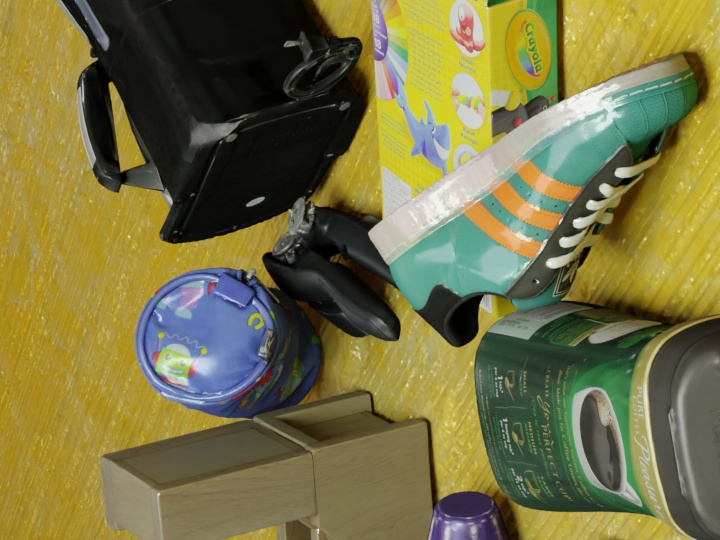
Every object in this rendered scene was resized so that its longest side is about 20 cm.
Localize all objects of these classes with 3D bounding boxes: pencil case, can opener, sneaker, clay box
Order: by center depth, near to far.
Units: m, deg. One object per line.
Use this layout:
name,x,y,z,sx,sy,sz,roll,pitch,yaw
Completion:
sneaker,0.094,-0.032,1.333,0.200,0.071,0.080,-34,85,39
clay box,0.054,-0.090,1.430,0.115,0.048,0.200,36,135,50
can opener,0.000,0.000,1.556,0.079,0.063,0.200,34,175,-17
pencil case,-0.073,0.042,1.627,0.078,0.087,0.200,36,180,9

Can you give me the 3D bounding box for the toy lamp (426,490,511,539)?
toy lamp,0.066,0.219,1.578,0.058,0.058,0.200,30,133,53

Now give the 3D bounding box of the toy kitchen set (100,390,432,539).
toy kitchen set,-0.066,0.182,1.665,0.163,0.180,0.200,21,120,58

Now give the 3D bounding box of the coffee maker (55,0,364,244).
coffee maker,-0.086,-0.148,1.602,0.192,0.135,0.200,-43,66,35

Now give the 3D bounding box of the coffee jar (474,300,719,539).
coffee jar,0.138,0.070,1.321,0.200,0.085,0.104,5,108,62
